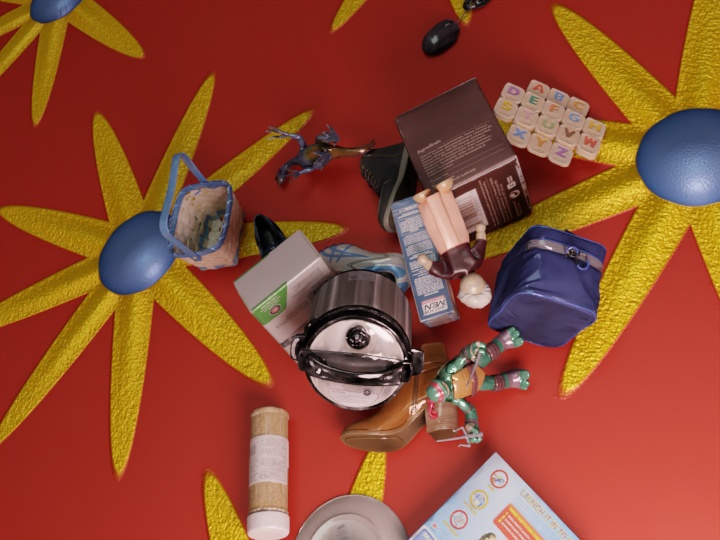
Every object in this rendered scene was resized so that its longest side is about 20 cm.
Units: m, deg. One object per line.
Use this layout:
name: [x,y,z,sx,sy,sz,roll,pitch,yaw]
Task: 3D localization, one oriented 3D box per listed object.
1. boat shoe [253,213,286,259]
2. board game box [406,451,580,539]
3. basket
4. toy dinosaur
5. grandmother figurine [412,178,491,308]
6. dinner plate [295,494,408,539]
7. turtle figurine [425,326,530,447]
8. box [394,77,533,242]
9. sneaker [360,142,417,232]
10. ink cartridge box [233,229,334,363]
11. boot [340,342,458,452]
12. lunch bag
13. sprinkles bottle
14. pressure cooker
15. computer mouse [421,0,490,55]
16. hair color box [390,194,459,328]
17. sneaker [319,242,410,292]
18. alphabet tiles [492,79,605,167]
boat shoe: [-0.162,-0.023,1.572,0.084,0.069,0.201,-37,54,-2]
board game box: [0.192,0.399,1.180,0.195,0.056,0.200,-42,55,-6]
basket: [-0.309,-0.098,1.595,0.136,0.201,0.180,-5,57,19]
toy dinosaur: [-0.095,-0.209,1.645,0.196,0.181,0.108,13,77,-17]
grandmother figurine: [0.147,-0.034,1.319,0.119,0.061,0.203,-26,83,8]
dinner plate: [-0.020,0.438,1.268,0.196,0.024,0.204,-11,57,16]
turtle figurine: [0.166,0.164,1.253,0.197,0.153,0.100,-21,30,-35]
box: [0.180,-0.184,1.466,0.162,0.166,0.203,-25,55,8]
sneaker: [0.042,-0.151,1.569,0.104,0.075,0.203,-3,51,26]
ink cartridge box: [-0.101,0.052,1.423,0.146,0.201,0.083,-38,50,-4]
boot: [0.060,0.202,1.349,0.195,0.074,0.158,-9,56,7]
lunch bag: [0.284,0.016,1.277,0.133,0.200,0.135,18,65,-6]
sprinkles bottle: [-0.148,0.326,1.358,0.067,0.068,0.204,-12,57,15]
pressure cooker: [-0.006,0.112,1.296,0.174,0.179,0.201,-34,20,17]
computer mouse: [0.200,-0.523,1.742,0.200,0.034,0.058,-47,54,-9]
hair color box: [0.108,-0.014,1.398,0.059,0.100,0.204,-16,77,10]
sneaker: [0.000,0.000,1.490,0.196,0.072,0.074,6,56,26]
alphabet tiles: [0.333,-0.265,1.481,0.197,0.015,0.197,25,49,7]
